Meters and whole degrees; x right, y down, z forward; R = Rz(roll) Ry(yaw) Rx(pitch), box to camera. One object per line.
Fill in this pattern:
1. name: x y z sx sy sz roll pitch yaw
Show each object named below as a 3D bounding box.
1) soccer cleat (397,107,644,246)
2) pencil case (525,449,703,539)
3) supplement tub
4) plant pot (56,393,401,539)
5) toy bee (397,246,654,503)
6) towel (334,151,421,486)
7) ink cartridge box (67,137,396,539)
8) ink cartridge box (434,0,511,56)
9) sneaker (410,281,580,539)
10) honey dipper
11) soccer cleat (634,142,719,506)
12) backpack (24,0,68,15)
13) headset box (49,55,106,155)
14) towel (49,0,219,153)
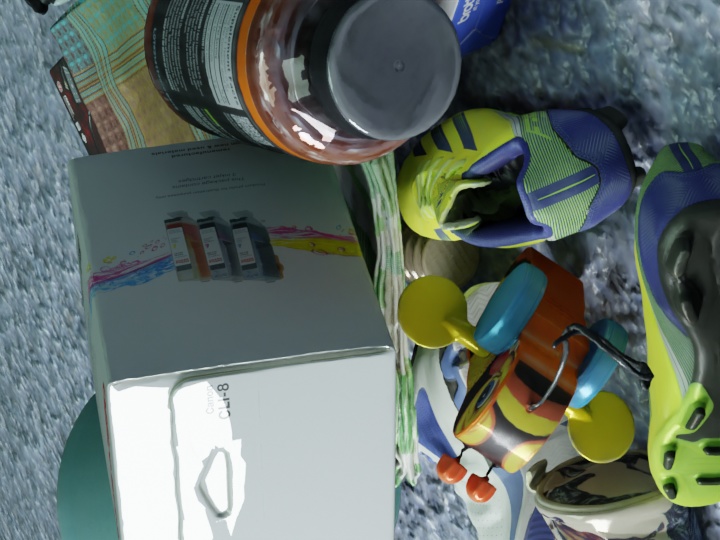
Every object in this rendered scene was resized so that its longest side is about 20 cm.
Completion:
1. soccer cleat: 0.059 -0.043 1.112 0.200 0.083 0.065 -6 108 63
2. pencil case: 0.147 0.187 1.171 0.089 0.078 0.201 -9 112 20
3. supplement tub: -0.026 -0.109 1.102 0.200 0.107 0.107 19 130 61
4. plant pot: -0.069 0.141 1.419 0.161 0.200 0.201 -18 97 52
5. toy bee: 0.070 0.052 1.078 0.131 0.109 0.200 38 -172 12
6. towel: 0.000 0.000 1.220 0.153 0.023 0.201 -119 22 -65
7. ink cartridge box: -0.068 0.044 1.158 0.200 0.144 0.146 -107 13 -51
8. ink cartridge box: 0.006 -0.208 1.124 0.200 0.044 0.094 53 151 22
9. sneaker: 0.078 0.104 1.246 0.115 0.080 0.200 -8 100 67
10. honey dipper: 0.003 -0.019 1.310 0.200 0.038 0.038 14 125 60
11. soccer cleat: 0.163 0.028 1.051 0.084 0.064 0.201 -100 2 -50
12. backpack: -0.164 -0.246 1.314 0.200 0.126 0.167 105 145 -55
13. headset box: -0.110 -0.102 1.397 0.149 0.075 0.200 64 154 0
14. towel: -0.115 -0.111 1.292 0.200 0.022 0.147 -26 89 58
